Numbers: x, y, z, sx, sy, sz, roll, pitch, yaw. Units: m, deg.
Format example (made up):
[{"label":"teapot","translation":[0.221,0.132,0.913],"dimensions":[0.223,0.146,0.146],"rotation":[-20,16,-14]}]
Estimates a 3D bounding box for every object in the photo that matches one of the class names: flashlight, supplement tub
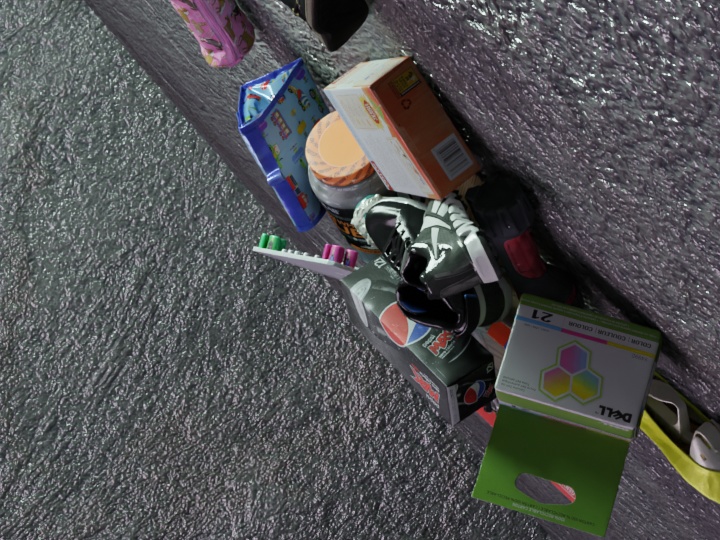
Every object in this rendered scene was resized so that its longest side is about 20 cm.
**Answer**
[{"label":"flashlight","translation":[0.174,-0.015,1.507],"dimensions":[0.068,0.067,0.201],"rotation":[57,178,44]},{"label":"supplement tub","translation":[0.013,-0.099,1.761],"dimensions":[0.122,0.122,0.200],"rotation":[42,172,35]}]

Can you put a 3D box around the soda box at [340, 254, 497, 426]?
[{"label":"soda box","translation":[0.060,0.070,1.563],"dimensions":[0.200,0.063,0.071],"rotation":[44,156,39]}]

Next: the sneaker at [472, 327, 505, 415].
[{"label":"sneaker","translation":[0.128,0.091,1.683],"dimensions":[0.200,0.081,0.075],"rotation":[41,170,14]}]

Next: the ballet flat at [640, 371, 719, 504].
[{"label":"ballet flat","translation":[0.343,0.170,1.540],"dimensions":[0.200,0.066,0.067],"rotation":[45,153,35]}]

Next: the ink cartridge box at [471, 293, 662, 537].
[{"label":"ink cartridge box","translation":[0.203,0.144,1.464],"dimensions":[0.146,0.202,0.076],"rotation":[15,166,13]}]

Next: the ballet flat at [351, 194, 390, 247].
[{"label":"ballet flat","translation":[0.070,-0.029,1.706],"dimensions":[0.199,0.072,0.072],"rotation":[17,-164,-42]}]

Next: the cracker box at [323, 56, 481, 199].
[{"label":"cracker box","translation":[0.039,-0.148,1.520],"dimensions":[0.134,0.058,0.200],"rotation":[56,171,-14]}]

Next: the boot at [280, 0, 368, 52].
[{"label":"boot","translation":[-0.063,-0.288,1.340],"dimensions":[0.151,0.073,0.200],"rotation":[46,179,9]}]

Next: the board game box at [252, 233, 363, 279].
[{"label":"board game box","translation":[0.000,0.000,1.750],"dimensions":[0.199,0.026,0.199],"rotation":[19,176,-31]}]

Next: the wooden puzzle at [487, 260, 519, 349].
[{"label":"wooden puzzle","translation":[0.177,0.054,1.663],"dimensions":[0.200,0.046,0.185],"rotation":[45,-161,31]}]

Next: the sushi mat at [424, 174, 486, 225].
[{"label":"sushi mat","translation":[0.089,-0.021,1.600],"dimensions":[0.012,0.202,0.096],"rotation":[-2,-150,-37]}]

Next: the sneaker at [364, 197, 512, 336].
[{"label":"sneaker","translation":[0.056,-0.009,1.529],"dimensions":[0.200,0.074,0.111],"rotation":[38,-148,29]}]

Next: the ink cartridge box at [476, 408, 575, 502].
[{"label":"ink cartridge box","translation":[0.222,0.156,1.769],"dimensions":[0.044,0.177,0.200],"rotation":[0,-148,-45]}]

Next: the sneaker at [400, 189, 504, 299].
[{"label":"sneaker","translation":[0.076,-0.024,1.447],"dimensions":[0.067,0.090,0.200],"rotation":[61,-177,-21]}]

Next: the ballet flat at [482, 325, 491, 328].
[{"label":"ballet flat","translation":[0.132,0.071,1.762],"dimensions":[0.199,0.072,0.072],"rotation":[19,159,33]}]

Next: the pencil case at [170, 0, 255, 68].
[{"label":"pencil case","translation":[-0.202,-0.343,1.870],"dimensions":[0.082,0.087,0.200],"rotation":[7,155,25]}]

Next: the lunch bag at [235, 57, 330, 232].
[{"label":"lunch bag","translation":[-0.087,-0.147,1.801],"dimensions":[0.151,0.093,0.200],"rotation":[62,-165,-22]}]
